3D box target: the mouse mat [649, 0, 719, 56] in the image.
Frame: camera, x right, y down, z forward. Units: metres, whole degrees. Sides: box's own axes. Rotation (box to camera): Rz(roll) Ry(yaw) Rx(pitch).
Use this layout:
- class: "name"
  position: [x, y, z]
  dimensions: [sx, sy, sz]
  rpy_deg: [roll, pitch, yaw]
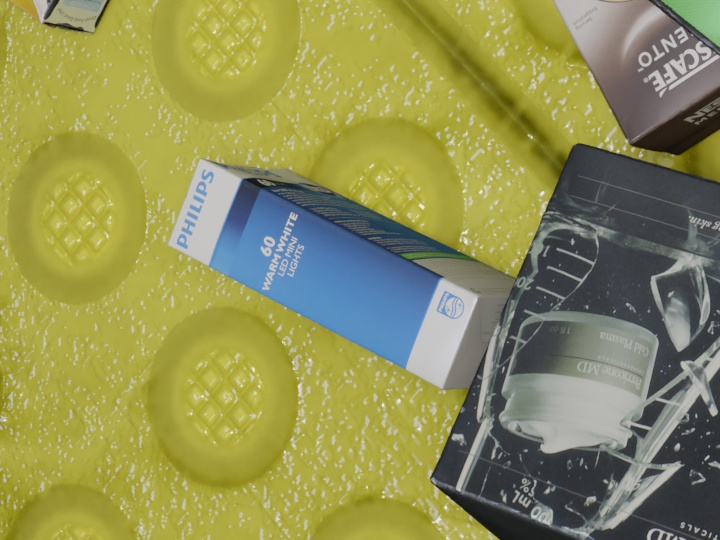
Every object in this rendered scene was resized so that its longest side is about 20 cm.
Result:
- class: "mouse mat"
  position: [0.226, -0.180, 1.177]
  dimensions: [0.200, 0.008, 0.161]
  rpy_deg: [43, 98, 20]

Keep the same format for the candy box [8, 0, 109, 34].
- class: "candy box"
  position: [-0.190, -0.272, 1.466]
  dimensions: [0.136, 0.061, 0.201]
  rpy_deg: [34, 105, 25]

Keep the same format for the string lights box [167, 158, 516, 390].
- class: "string lights box"
  position: [0.000, 0.000, 1.326]
  dimensions: [0.200, 0.103, 0.059]
  rpy_deg: [26, 102, 28]

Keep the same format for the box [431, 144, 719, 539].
- class: "box"
  position: [0.175, 0.066, 1.176]
  dimensions: [0.199, 0.124, 0.197]
  rpy_deg: [18, 78, 28]

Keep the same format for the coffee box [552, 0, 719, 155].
- class: "coffee box"
  position: [0.160, -0.177, 1.255]
  dimensions: [0.113, 0.080, 0.201]
  rpy_deg: [-33, 73, 23]
